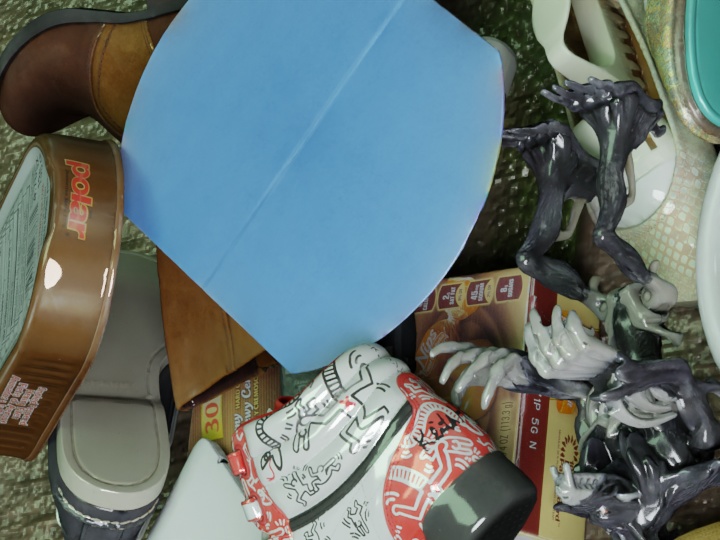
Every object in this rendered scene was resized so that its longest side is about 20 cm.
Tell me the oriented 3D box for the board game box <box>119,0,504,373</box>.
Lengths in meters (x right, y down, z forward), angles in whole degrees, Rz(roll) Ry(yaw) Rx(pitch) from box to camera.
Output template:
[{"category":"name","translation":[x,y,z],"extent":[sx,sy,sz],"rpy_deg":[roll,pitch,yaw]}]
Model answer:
[{"category":"board game box","translation":[-0.013,-0.052,1.139],"extent":[0.200,0.039,0.158],"rpy_deg":[41,101,36]}]

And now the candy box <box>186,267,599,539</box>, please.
[{"category":"candy box","translation":[0.010,0.070,1.194],"extent":[0.200,0.055,0.116],"rpy_deg":[-8,68,40]}]

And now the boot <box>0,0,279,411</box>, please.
[{"category":"boot","translation":[-0.091,-0.033,1.257],"extent":[0.188,0.068,0.201],"rpy_deg":[-21,75,34]}]

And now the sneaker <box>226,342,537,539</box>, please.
[{"category":"sneaker","translation":[-0.021,0.124,1.093],"extent":[0.108,0.067,0.202],"rpy_deg":[45,116,20]}]

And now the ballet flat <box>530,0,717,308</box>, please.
[{"category":"ballet flat","translation":[0.107,-0.069,1.157],"extent":[0.067,0.062,0.200],"rpy_deg":[-40,49,33]}]

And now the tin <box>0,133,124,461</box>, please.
[{"category":"tin","translation":[-0.150,0.013,1.228],"extent":[0.200,0.042,0.112],"rpy_deg":[126,152,-56]}]

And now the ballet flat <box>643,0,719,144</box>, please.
[{"category":"ballet flat","translation":[0.152,-0.142,1.150],"extent":[0.071,0.071,0.201],"rpy_deg":[-6,67,41]}]

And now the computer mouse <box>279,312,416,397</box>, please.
[{"category":"computer mouse","translation":[0.000,0.000,1.163],"extent":[0.058,0.034,0.201],"rpy_deg":[-5,69,22]}]

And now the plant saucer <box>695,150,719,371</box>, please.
[{"category":"plant saucer","translation":[0.225,-0.015,1.034],"extent":[0.200,0.050,0.201],"rpy_deg":[-19,61,37]}]

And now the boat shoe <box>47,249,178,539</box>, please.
[{"category":"boat shoe","translation":[-0.122,0.063,1.292],"extent":[0.200,0.072,0.063],"rpy_deg":[-93,15,-55]}]

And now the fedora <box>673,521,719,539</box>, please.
[{"category":"fedora","translation":[0.153,0.193,0.990],"extent":[0.200,0.082,0.201],"rpy_deg":[-18,62,38]}]

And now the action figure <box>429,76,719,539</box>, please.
[{"category":"action figure","translation":[0.088,0.032,1.060],"extent":[0.119,0.102,0.201],"rpy_deg":[-27,66,56]}]

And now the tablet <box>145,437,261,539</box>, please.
[{"category":"tablet","translation":[-0.089,0.189,1.199],"extent":[0.200,0.014,0.130],"rpy_deg":[-60,40,18]}]

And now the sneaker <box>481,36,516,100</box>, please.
[{"category":"sneaker","translation":[-0.001,-0.088,1.271],"extent":[0.200,0.074,0.089],"rpy_deg":[16,68,45]}]
